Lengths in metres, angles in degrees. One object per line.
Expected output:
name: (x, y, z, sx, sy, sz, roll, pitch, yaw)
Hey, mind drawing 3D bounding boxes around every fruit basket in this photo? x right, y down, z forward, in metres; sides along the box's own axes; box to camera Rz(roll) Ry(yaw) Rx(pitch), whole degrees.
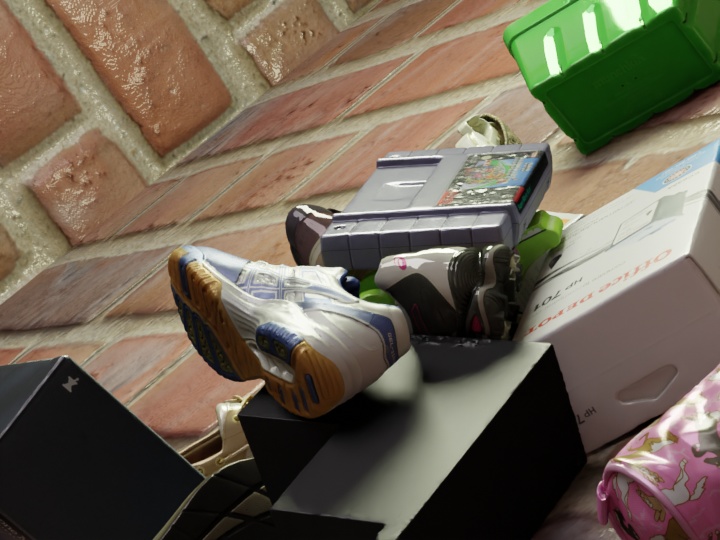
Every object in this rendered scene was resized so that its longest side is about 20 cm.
fruit basket: (0.251, -0.223, 1.997, 0.215, 0.156, 0.216, -32, 31, 22)

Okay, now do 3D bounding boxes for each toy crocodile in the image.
toy crocodile: (0.054, 0.017, 1.495, 0.200, 0.062, 0.068, -28, 12, 12)

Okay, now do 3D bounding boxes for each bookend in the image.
bookend: (0.001, 0.130, 1.307, 0.198, 0.092, 0.200, 2, 34, 35)

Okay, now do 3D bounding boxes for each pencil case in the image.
pencil case: (0.213, 0.077, 1.120, 0.200, 0.083, 0.086, -41, 15, -21)

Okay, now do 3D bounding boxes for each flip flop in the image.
flip flop: (-0.104, 0.198, 1.379, 0.200, 0.081, 0.058, -47, -1, -23)

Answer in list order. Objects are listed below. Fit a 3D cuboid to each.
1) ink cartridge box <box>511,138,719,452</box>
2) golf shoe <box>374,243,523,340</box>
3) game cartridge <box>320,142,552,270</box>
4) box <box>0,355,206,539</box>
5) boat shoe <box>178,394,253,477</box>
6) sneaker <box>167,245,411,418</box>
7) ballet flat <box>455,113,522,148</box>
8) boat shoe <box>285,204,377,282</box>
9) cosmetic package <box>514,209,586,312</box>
ink cartridge box: (0.189, 0.014, 1.398, 0.146, 0.086, 0.200, -31, 11, 25)
golf shoe: (0.063, 0.043, 1.413, 0.088, 0.200, 0.077, 7, 57, 11)
game cartridge: (0.058, -0.048, 1.483, 0.129, 0.039, 0.200, -7, 17, 17)
box: (-0.213, 0.171, 1.571, 0.123, 0.200, 0.198, -54, 19, -22)
boat shoe: (-0.095, 0.136, 1.718, 0.200, 0.069, 0.074, -37, 14, -1)
sneaker: (-0.046, 0.030, 1.356, 0.088, 0.076, 0.200, -27, 36, -26)
ballet flat: (0.116, -0.106, 2.038, 0.068, 0.075, 0.200, -31, 14, 14)
boat shoe: (0.000, 0.000, 1.590, 0.072, 0.065, 0.200, -45, -27, 2)
cosmetic package: (0.091, 0.043, 1.579, 0.200, 0.071, 0.101, -39, 13, -12)
